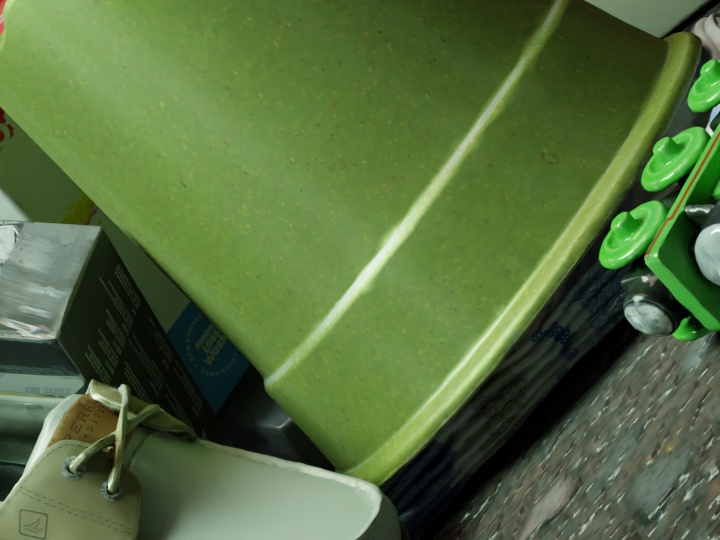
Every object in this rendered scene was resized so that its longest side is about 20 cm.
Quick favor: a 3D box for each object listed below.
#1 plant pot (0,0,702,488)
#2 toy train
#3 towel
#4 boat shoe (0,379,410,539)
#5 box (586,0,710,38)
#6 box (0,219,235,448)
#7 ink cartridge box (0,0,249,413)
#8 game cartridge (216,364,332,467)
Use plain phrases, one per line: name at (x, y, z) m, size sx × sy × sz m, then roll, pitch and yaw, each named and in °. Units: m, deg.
plant pot at (-0.021, -0.056, 0.617) m, size 0.200 × 0.190 × 0.200 m, roll -53°, pitch 3°, yaw 5°
toy train at (0.126, -0.060, 0.495) m, size 0.056 × 0.042 × 0.200 m, roll -23°, pitch 28°, yaw 53°
towel at (0.069, -0.001, 0.620) m, size 0.200 × 0.024 × 0.147 m, roll -50°, pitch 7°, yaw 17°
boat shoe at (-0.085, 0.074, 0.565) m, size 0.075 × 0.200 × 0.068 m, roll -66°, pitch -29°, yaw -60°
box at (0.123, -0.155, 0.803) m, size 0.095 × 0.078 × 0.200 m, roll -57°, pitch 9°, yaw -27°
box at (-0.138, 0.055, 0.683) m, size 0.200 × 0.157 × 0.050 m, roll 68°, pitch -147°, yaw -51°
ink cartridge box at (-0.109, -0.048, 0.717) m, size 0.067 × 0.200 × 0.116 m, roll -6°, pitch 42°, yaw 47°
game cartridge at (0.000, 0.000, 0.787) m, size 0.133 × 0.041 × 0.200 m, roll 0°, pitch 47°, yaw 52°
